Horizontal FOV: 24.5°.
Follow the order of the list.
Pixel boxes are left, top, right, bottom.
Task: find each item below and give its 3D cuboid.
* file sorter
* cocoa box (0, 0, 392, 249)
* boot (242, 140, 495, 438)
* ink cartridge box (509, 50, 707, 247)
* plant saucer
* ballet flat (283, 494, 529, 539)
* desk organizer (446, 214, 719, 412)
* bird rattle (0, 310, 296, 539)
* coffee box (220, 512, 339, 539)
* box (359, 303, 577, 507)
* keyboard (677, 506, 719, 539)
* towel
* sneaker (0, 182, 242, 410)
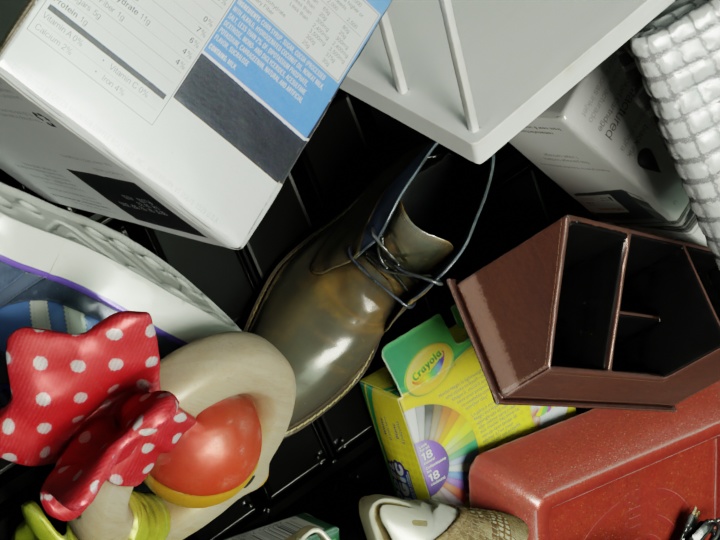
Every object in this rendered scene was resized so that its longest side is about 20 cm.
[{"bbox_3d":[0.023,-0.171,0.780,0.139,0.200,0.125,-41,141,-21],"label":"file sorter"},{"bbox_3d":[-0.110,-0.107,0.721,0.133,0.200,0.131,38,77,-32],"label":"cocoa box"},{"bbox_3d":[0.000,0.000,0.867,0.075,0.097,0.200,37,71,-1],"label":"boot"},{"bbox_3d":[0.187,-0.098,0.992,0.200,0.084,0.145,36,77,-33],"label":"ink cartridge box"},{"bbox_3d":[0.156,0.177,1.000,0.200,0.037,0.200,-17,114,-31],"label":"plant saucer"},{"bbox_3d":[0.000,0.156,0.869,0.200,0.070,0.065,-25,101,-26],"label":"ballet flat"},{"bbox_3d":[0.142,0.027,0.901,0.200,0.077,0.072,8,55,-53],"label":"desk organizer"},{"bbox_3d":[-0.100,0.084,0.784,0.163,0.113,0.200,-30,140,-36],"label":"bird rattle"},{"bbox_3d":[-0.097,0.215,0.884,0.200,0.044,0.123,-16,107,-31],"label":"coffee box"},{"bbox_3d":[0.073,0.106,0.977,0.117,0.048,0.200,-28,116,-27],"label":"box"},{"bbox_3d":[0.195,0.223,1.008,0.200,0.021,0.127,-47,127,-17],"label":"keyboard"},{"bbox_3d":[0.239,-0.100,0.836,0.200,0.086,0.166,-29,113,3],"label":"towel"},{"bbox_3d":[-0.163,0.047,0.801,0.200,0.081,0.147,29,99,-45],"label":"sneaker"}]
